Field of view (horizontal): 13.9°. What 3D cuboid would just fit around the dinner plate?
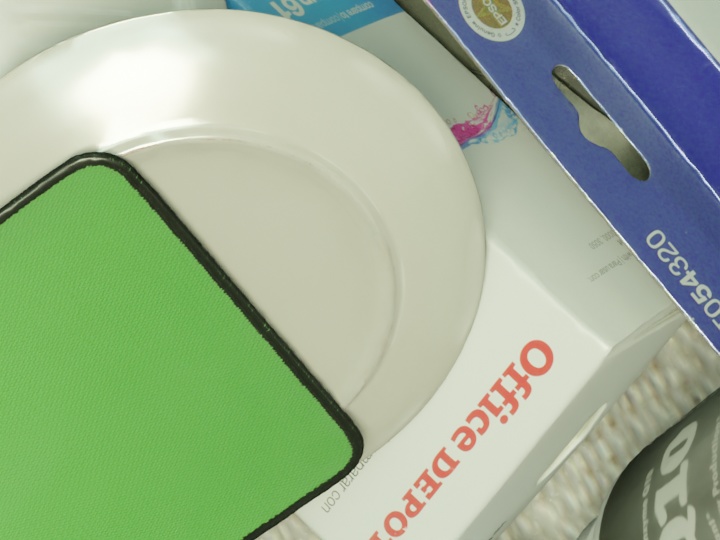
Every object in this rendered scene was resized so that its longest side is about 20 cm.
[{"bbox_3d":[-0.055,0.007,0.980,0.199,0.024,0.201,-4,123,-6],"label":"dinner plate"}]

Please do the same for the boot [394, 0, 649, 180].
[{"bbox_3d":[0.025,-0.063,1.125,0.200,0.068,0.131,38,105,10],"label":"boot"}]

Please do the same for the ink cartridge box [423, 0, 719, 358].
[{"bbox_3d":[0.138,-0.094,1.060,0.197,0.043,0.200,50,52,3],"label":"ink cartridge box"}]

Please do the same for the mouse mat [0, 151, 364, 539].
[{"bbox_3d":[-0.117,0.065,0.985,0.199,0.008,0.161,-34,122,9],"label":"mouse mat"}]

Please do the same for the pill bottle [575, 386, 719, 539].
[{"bbox_3d":[0.148,0.093,1.016,0.113,0.200,0.115,8,65,-17],"label":"pill bottle"}]

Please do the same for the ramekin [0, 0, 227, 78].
[{"bbox_3d":[-0.147,-0.056,1.052,0.199,0.105,0.202,0,90,45],"label":"ramekin"}]

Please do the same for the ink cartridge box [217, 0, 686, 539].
[{"bbox_3d":[0.000,0.000,1.081,0.200,0.085,0.145,43,121,11],"label":"ink cartridge box"}]
